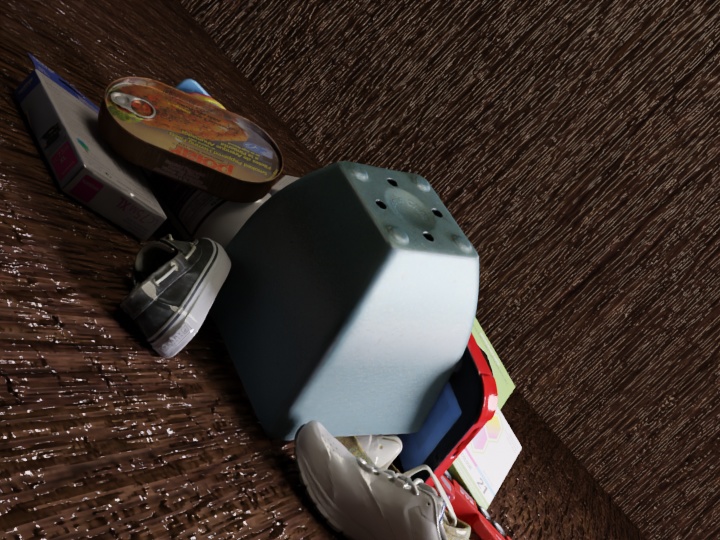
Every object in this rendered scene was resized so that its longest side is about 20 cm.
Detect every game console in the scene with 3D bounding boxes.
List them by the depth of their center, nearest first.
[{"bbox_3d":[0.058,0.121,1.028,0.031,0.201,0.179,1,48,-34],"label":"game console"}]

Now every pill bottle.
[{"bbox_3d":[-0.166,-0.078,1.109,0.201,0.112,0.112,50,8,21],"label":"pill bottle"}]

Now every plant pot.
[{"bbox_3d":[-0.004,0.014,0.934,0.193,0.201,0.198,4,41,-41],"label":"plant pot"}]

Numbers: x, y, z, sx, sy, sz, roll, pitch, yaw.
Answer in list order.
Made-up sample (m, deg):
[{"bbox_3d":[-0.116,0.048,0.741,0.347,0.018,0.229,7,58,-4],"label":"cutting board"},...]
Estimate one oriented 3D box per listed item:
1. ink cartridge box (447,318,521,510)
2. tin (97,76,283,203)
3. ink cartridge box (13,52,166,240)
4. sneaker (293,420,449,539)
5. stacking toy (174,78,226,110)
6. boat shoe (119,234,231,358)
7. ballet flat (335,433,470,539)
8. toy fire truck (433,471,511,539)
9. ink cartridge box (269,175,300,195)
[{"bbox_3d":[0.135,0.159,1.189,0.075,0.201,0.149,-5,-54,48],"label":"ink cartridge box"},{"bbox_3d":[-0.176,-0.135,1.038,0.197,0.042,0.113,22,34,-18],"label":"tin"},{"bbox_3d":[-0.277,-0.125,1.000,0.119,0.042,0.201,38,15,-52],"label":"ink cartridge box"},{"bbox_3d":[0.022,0.200,0.841,0.200,0.087,0.074,47,9,9],"label":"sneaker"},{"bbox_3d":[-0.197,-0.175,1.253,0.116,0.110,0.199,45,-11,-19],"label":"stacking toy"},{"bbox_3d":[-0.162,0.002,0.867,0.071,0.072,0.200,49,8,-16],"label":"boat shoe"},{"bbox_3d":[0.032,0.202,0.972,0.200,0.071,0.071,47,7,1],"label":"ballet flat"},{"bbox_3d":[0.126,0.302,1.060,0.200,0.049,0.141,47,7,-6],"label":"toy fire truck"},{"bbox_3d":[0.000,0.000,1.130,0.197,0.043,0.199,15,-48,29],"label":"ink cartridge box"}]
